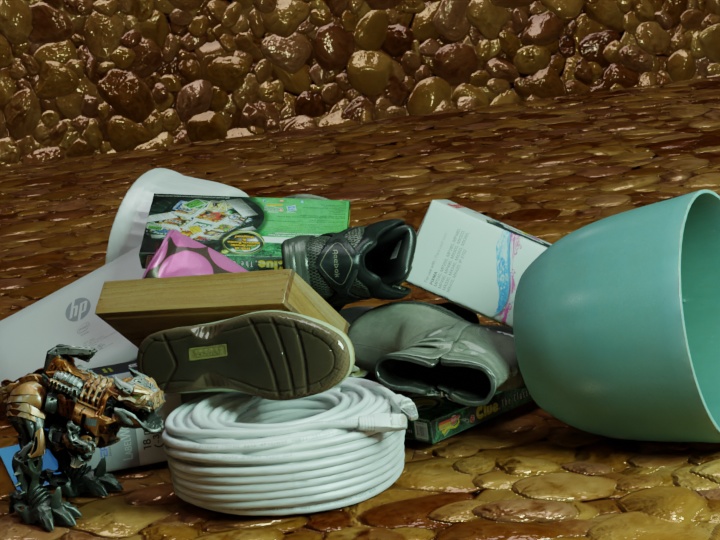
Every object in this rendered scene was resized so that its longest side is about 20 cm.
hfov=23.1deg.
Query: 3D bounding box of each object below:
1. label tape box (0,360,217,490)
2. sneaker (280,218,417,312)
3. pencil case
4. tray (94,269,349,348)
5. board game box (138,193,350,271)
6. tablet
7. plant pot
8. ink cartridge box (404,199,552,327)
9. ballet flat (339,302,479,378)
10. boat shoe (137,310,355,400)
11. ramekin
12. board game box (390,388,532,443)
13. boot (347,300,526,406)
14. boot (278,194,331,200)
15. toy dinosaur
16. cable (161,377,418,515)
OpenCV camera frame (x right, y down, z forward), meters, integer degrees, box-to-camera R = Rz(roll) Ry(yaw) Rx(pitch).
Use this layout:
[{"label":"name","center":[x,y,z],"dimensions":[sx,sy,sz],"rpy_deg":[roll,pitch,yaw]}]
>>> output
[{"label":"label tape box","center":[-0.218,0.129,1.558],"dimensions":[0.198,0.064,0.144],"rpy_deg":[-10,12,-18]},{"label":"sneaker","center":[0.000,0.000,1.570],"dimensions":[0.113,0.077,0.199],"rpy_deg":[-4,-6,7]},{"label":"pencil case","center":[-0.115,0.047,1.629],"dimensions":[0.199,0.091,0.094],"rpy_deg":[30,61,7]},{"label":"tray","center":[-0.120,0.042,1.515],"dimensions":[0.199,0.037,0.099],"rpy_deg":[-3,-31,32]},{"label":"board game box","center":[-0.111,-0.036,1.721],"dimensions":[0.198,0.024,0.105],"rpy_deg":[2,34,2]},{"label":"tablet","center":[-0.269,0.056,1.720],"dimensions":[0.199,0.014,0.131],"rpy_deg":[-28,49,3]},{"label":"plant pot","center":[0.220,0.047,1.431],"dimensions":[0.160,0.202,0.200],"rpy_deg":[-9,9,29]},{"label":"ink cartridge box","center":[0.146,0.008,1.644],"dimensions":[0.199,0.083,0.146],"rpy_deg":[24,6,6]},{"label":"ballet flat","center":[0.018,0.068,1.677],"dimensions":[0.199,0.068,0.068],"rpy_deg":[-12,17,30]},{"label":"boat shoe","center":[-0.085,0.069,1.452],"dimensions":[0.199,0.072,0.076],"rpy_deg":[1,-2,29]},{"label":"ramekin","center":[-0.177,-0.002,1.847],"dimensions":[0.097,0.202,0.200],"rpy_deg":[8,16,22]},{"label":"board game box","center":[0.093,0.108,1.561],"dimensions":[0.104,0.024,0.199],"rpy_deg":[9,19,44]},{"label":"boot","center":[0.047,0.070,1.474],"dimensions":[0.199,0.068,0.130],"rpy_deg":[6,8,32]},{"label":"boot","center":[-0.068,-0.003,1.769],"dimensions":[0.181,0.073,0.200],"rpy_deg":[2,31,31]},{"label":"toy dinosaur","center":[-0.245,0.124,1.423],"dimensions":[0.199,0.137,0.102],"rpy_deg":[6,18,43]},{"label":"cable","center":[-0.060,0.138,1.428],"dimensions":[0.198,0.070,0.200],"rpy_deg":[-9,12,-10]}]
